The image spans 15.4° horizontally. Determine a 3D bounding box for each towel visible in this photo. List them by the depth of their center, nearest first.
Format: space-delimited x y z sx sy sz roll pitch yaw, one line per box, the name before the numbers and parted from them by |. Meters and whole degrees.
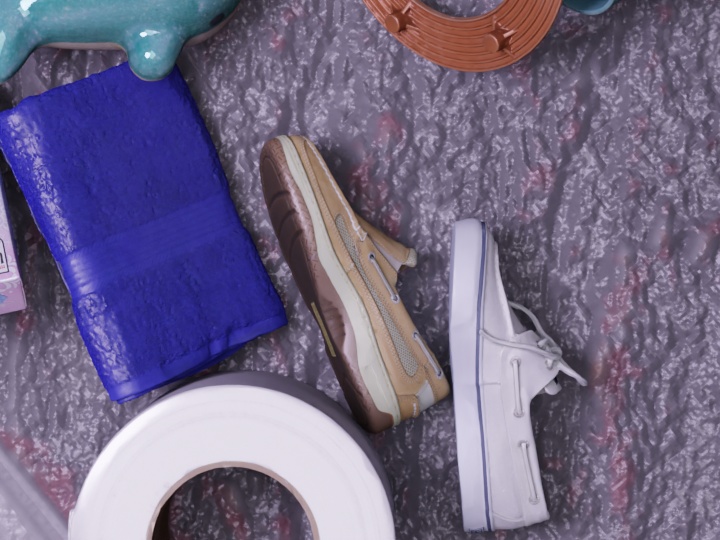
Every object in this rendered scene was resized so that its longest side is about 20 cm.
towel | -0.142 -0.028 1.690 0.147 0.049 0.201 -24 93 -41

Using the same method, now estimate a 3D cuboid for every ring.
ring | 0.047 -0.216 1.650 0.019 0.200 0.201 -30 92 -40

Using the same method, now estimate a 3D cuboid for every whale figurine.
whale figurine | -0.161 -0.191 1.659 0.199 0.104 0.159 -24 76 -17

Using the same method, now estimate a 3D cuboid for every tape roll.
tape roll | -0.077 0.167 1.675 0.202 0.139 0.204 0 92 0

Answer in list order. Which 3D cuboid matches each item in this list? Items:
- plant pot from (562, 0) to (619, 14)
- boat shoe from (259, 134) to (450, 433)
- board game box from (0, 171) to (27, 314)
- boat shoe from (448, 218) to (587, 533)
plant pot | 0.167 -0.282 1.638 0.161 0.201 0.201 -29 91 -15
boat shoe | 0.000 0.000 1.712 0.076 0.072 0.201 -23 99 -13
board game box | -0.323 -0.048 1.659 0.199 0.043 0.200 -12 61 -7
boat shoe | 0.101 0.066 1.703 0.086 0.075 0.203 -4 94 1
